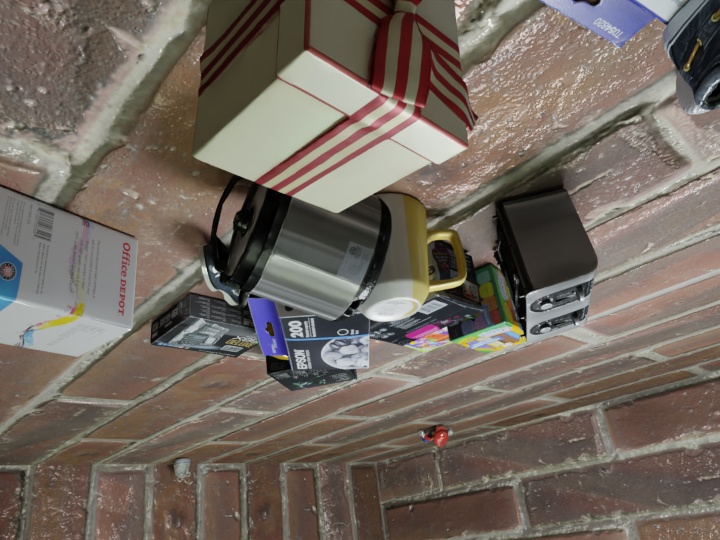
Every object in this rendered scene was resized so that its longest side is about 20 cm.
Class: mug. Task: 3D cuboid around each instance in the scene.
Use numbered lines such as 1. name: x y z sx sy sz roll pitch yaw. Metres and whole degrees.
1. mug: 0.054 -0.016 0.817 0.185 0.154 0.149 -17 152 17

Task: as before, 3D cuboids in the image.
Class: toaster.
1. toaster: 0.286 -0.011 0.871 0.118 0.201 0.181 -14 146 8

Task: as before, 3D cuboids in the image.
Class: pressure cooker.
1. pressure cooker: -0.080 -0.046 0.682 0.199 0.177 0.179 20 145 -19

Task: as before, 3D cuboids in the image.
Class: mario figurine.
1. mario figurine: 0.356 0.766 2.601 0.123 0.106 0.200 -38 177 -24

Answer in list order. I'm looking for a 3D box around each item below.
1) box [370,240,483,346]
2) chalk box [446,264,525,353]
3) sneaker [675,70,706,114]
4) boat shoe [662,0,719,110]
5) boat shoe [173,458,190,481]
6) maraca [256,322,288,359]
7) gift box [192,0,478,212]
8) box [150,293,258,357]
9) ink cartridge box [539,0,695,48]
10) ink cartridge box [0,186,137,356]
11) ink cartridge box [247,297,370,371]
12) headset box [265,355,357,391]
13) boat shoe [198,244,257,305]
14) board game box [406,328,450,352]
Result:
1. box: 0.095 0.043 0.991 0.131 0.116 0.199 18 143 -40
2. chalk box: 0.243 0.076 1.088 0.123 0.126 0.199 -24 151 31
3. sneaker: 0.421 -0.241 0.560 0.113 0.076 0.200 -8 160 -1
4. boat shoe: 0.341 -0.228 0.449 0.070 0.092 0.201 -5 156 -12
5. boat shoe: -0.828 0.930 2.548 0.074 0.087 0.202 1 150 -19
6. maraca: -0.130 0.091 1.041 0.136 0.107 0.201 -14 135 -28
7. gift box: -0.009 -0.174 0.461 0.199 0.186 0.186 11 158 -40
8. box: -0.290 0.115 1.099 0.157 0.050 0.199 -29 146 36
9. ink cartridge box: 0.252 -0.281 0.463 0.198 0.041 0.200 8 150 -31
10. ink cartridge box: -0.431 0.013 0.742 0.145 0.148 0.199 -24 149 29
11. ink cartridge box: -0.082 0.111 0.935 0.198 0.044 0.199 -2 144 -1
12. headset box: -0.110 0.209 1.290 0.173 0.094 0.200 -12 154 7
13. boat shoe: -0.203 0.009 0.882 0.061 0.076 0.200 -7 155 3
14. board game box: 0.146 0.131 1.262 0.134 0.045 0.199 -26 149 32
